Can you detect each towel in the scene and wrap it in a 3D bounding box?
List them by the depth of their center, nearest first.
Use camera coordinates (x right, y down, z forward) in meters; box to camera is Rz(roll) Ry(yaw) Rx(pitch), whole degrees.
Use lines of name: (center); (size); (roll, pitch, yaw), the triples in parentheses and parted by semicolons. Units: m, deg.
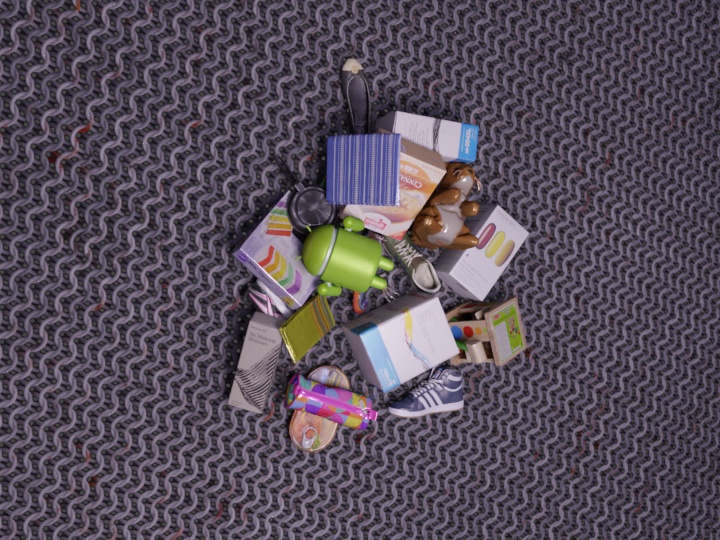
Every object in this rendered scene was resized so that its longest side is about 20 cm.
towel: (0.005, -0.204, 1.419); (0.024, 0.200, 0.145); (-8, 102, -48)
towel: (-0.110, 0.120, 1.507); (0.018, 0.200, 0.086); (-17, 102, 27)

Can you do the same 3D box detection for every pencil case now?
pencil case: (-0.066, 0.290, 1.535); (0.199, 0.088, 0.089); (19, 88, -18)

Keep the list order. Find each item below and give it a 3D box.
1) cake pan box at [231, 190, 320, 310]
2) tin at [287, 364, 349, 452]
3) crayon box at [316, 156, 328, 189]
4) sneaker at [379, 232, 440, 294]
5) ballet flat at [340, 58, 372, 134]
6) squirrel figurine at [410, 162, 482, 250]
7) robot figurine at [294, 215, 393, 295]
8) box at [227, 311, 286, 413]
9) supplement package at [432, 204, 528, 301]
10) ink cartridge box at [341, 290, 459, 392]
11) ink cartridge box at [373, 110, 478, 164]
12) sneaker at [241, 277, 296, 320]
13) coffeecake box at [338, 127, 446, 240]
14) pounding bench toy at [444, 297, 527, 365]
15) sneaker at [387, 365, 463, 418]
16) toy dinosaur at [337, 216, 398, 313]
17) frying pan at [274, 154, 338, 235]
cake pan box: (-0.150, -0.047, 1.506); (0.184, 0.052, 0.200); (47, 56, -16)
tin: (-0.095, 0.313, 1.588); (0.112, 0.042, 0.201); (21, 87, -14)
crayon box: (0.017, -0.204, 1.549); (0.199, 0.052, 0.126); (16, 124, -19)
sneaker: (0.122, -0.027, 1.606); (0.067, 0.090, 0.201); (-36, 103, -11)
ballet flat: (0.000, -0.376, 1.560); (0.066, 0.057, 0.201); (-12, 97, -17)
squirrel figurine: (0.188, -0.147, 1.565); (0.141, 0.200, 0.187); (18, 74, -14)
robot figurine: (-0.033, -0.025, 1.461); (0.199, 0.116, 0.176); (19, 97, -9)
box: (-0.219, 0.196, 1.489); (0.082, 0.068, 0.201); (15, 106, -1)
supplement package: (0.281, -0.044, 1.646); (0.114, 0.109, 0.200); (38, 82, -17)
ink cartridge box: (0.090, 0.155, 1.579); (0.199, 0.147, 0.146); (-25, 100, -14)
ink cartridge box: (0.143, -0.293, 1.565); (0.199, 0.146, 0.085); (7, 91, -18)
sneaker: (-0.187, 0.106, 1.535); (0.086, 0.080, 0.200); (-34, 95, -1)
coffeecake box: (0.064, -0.180, 1.490); (0.153, 0.073, 0.200); (19, 127, -20)
pounding bench toy: (0.256, 0.153, 1.601); (0.200, 0.156, 0.125); (-22, 101, -46)
sneaker: (0.156, 0.282, 1.648); (0.199, 0.070, 0.109); (-3, 100, -24)
toy dinosaur: (0.000, 0.000, 1.579); (0.199, 0.105, 0.182); (27, 96, -1)
frying pan: (-0.110, -0.169, 1.504); (0.115, 0.031, 0.191); (-11, 86, -16)
